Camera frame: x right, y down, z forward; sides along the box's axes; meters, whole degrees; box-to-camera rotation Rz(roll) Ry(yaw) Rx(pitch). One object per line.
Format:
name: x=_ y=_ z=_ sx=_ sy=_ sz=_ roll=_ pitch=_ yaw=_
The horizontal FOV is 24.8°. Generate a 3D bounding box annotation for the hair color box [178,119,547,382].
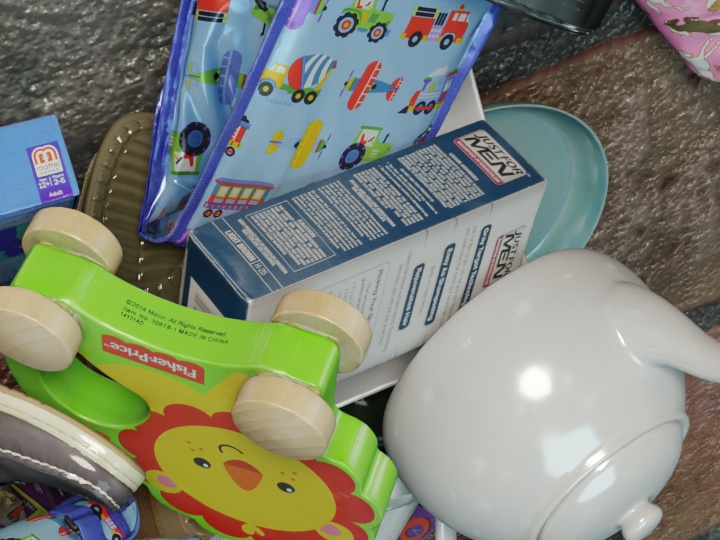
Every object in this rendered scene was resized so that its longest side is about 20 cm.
hair color box: x=0.000 y=0.000 z=0.880 sx=0.199 sy=0.061 sz=0.101 roll=-22 pitch=144 yaw=-31

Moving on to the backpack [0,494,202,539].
backpack: x=-0.147 y=0.192 z=0.843 sx=0.182 sy=0.135 sz=0.199 roll=-32 pitch=170 yaw=40

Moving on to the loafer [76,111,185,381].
loafer: x=-0.133 y=0.013 z=0.900 sx=0.075 sy=0.202 sz=0.067 roll=13 pitch=168 yaw=-31

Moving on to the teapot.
teapot: x=0.117 y=0.098 z=0.947 sx=0.197 sy=0.146 sz=0.200 roll=-35 pitch=156 yaw=-8

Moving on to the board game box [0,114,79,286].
board game box: x=-0.227 y=-0.013 z=0.833 sx=0.151 sy=0.045 sz=0.200 roll=-16 pitch=171 yaw=-18

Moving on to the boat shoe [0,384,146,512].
boat shoe: x=-0.201 y=0.083 z=0.792 sx=0.072 sy=0.198 sz=0.065 roll=80 pitch=31 yaw=-67

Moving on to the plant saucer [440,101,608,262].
plant saucer: x=0.070 y=-0.034 z=1.081 sx=0.198 sy=0.028 sz=0.201 roll=-16 pitch=136 yaw=-16

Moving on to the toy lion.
toy lion: x=-0.077 y=0.072 z=0.800 sx=0.198 sy=0.069 sz=0.192 roll=19 pitch=146 yaw=6

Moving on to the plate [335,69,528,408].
plate: x=-0.008 y=-0.026 z=0.976 sx=0.198 sy=0.032 sz=0.202 roll=-21 pitch=103 yaw=-11

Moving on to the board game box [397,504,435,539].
board game box: x=-0.040 y=0.233 z=1.282 sx=0.200 sy=0.032 sz=0.120 roll=-44 pitch=142 yaw=14

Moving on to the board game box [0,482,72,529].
board game box: x=-0.207 y=0.126 z=0.936 sx=0.201 sy=0.119 sz=0.032 roll=83 pitch=30 yaw=-49

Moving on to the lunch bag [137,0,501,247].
lunch bag: x=-0.027 y=-0.084 z=0.871 sx=0.150 sy=0.094 sz=0.202 roll=0 pitch=116 yaw=-44

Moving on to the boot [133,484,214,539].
boot: x=-0.152 y=0.087 z=1.014 sx=0.072 sy=0.202 sz=0.166 roll=-4 pitch=169 yaw=-35

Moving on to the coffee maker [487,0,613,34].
coffee maker: x=0.102 y=-0.225 z=0.782 sx=0.134 sy=0.192 sz=0.201 roll=26 pitch=115 yaw=-4

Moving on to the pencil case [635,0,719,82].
pencil case: x=0.191 y=-0.190 z=0.956 sx=0.086 sy=0.083 sz=0.200 roll=-40 pitch=138 yaw=12

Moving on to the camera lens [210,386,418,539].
camera lens: x=-0.048 y=0.143 z=1.083 sx=0.159 sy=0.160 sz=0.201 roll=4 pitch=129 yaw=-34
